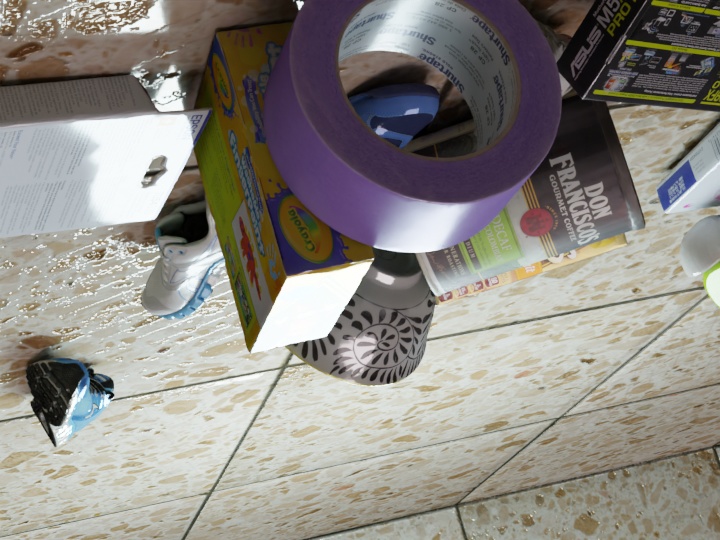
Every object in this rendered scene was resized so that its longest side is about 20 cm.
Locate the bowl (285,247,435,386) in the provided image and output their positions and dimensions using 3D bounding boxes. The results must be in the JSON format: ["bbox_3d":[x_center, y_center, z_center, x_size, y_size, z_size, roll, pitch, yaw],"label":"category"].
[{"bbox_3d":[0.000,0.000,1.431,0.201,0.201,0.094,0,142,-39],"label":"bowl"}]

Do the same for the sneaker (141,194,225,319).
[{"bbox_3d":[-0.165,-0.022,1.429,0.087,0.075,0.200,11,143,-36],"label":"sneaker"}]

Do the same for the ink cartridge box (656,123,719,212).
[{"bbox_3d":[0.448,-0.128,1.631,0.200,0.043,0.196,-8,160,-19],"label":"ink cartridge box"}]

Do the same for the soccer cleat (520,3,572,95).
[{"bbox_3d":[0.140,-0.175,1.236,0.085,0.069,0.200,-26,163,-3],"label":"soccer cleat"}]

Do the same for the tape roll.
[{"bbox_3d":[0.036,-0.120,1.084,0.200,0.200,0.085,-9,161,-20],"label":"tape roll"}]

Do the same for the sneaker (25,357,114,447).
[{"bbox_3d":[-0.329,0.135,1.755,0.090,0.078,0.200,-30,170,-21],"label":"sneaker"}]

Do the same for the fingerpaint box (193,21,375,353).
[{"bbox_3d":[-0.065,-0.061,1.170,0.073,0.200,0.167,-11,160,-18],"label":"fingerpaint box"}]

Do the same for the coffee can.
[{"bbox_3d":[0.140,-0.076,1.381,0.200,0.147,0.146,-19,161,9],"label":"coffee can"}]

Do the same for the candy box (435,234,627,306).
[{"bbox_3d":[0.150,-0.053,1.500,0.200,0.116,0.055,-18,-157,7],"label":"candy box"}]

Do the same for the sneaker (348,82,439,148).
[{"bbox_3d":[-0.004,-0.094,1.314,0.200,0.082,0.074,-32,155,35],"label":"sneaker"}]

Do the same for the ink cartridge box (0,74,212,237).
[{"bbox_3d":[-0.239,-0.087,1.203,0.200,0.043,0.196,-9,159,-26],"label":"ink cartridge box"}]

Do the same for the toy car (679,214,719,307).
[{"bbox_3d":[0.468,-0.020,1.677,0.150,0.175,0.200,-48,-176,-34],"label":"toy car"}]

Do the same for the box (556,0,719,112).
[{"bbox_3d":[0.270,-0.203,1.200,0.200,0.044,0.160,-1,135,-38],"label":"box"}]
